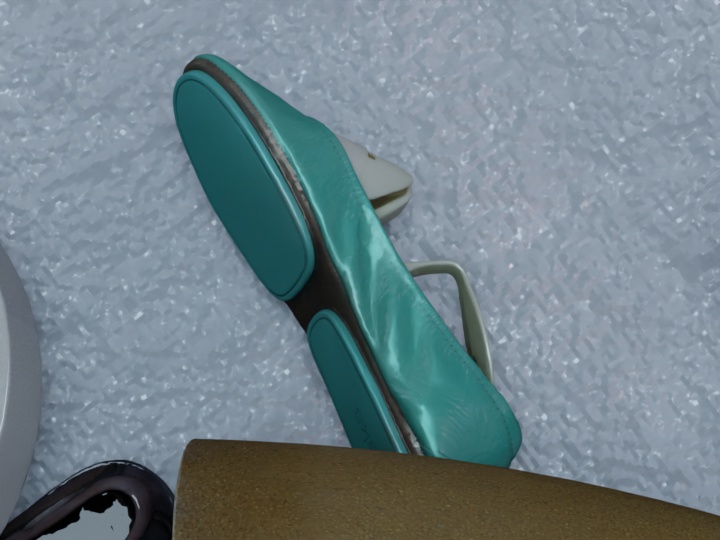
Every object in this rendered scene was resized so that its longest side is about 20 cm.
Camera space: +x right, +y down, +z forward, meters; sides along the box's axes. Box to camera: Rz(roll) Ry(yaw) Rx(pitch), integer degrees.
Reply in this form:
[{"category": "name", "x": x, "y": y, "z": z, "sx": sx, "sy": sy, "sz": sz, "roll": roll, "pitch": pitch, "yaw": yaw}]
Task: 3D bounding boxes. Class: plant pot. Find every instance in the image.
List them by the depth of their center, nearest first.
[{"category": "plant pot", "x": 0.047, "y": 0.145, "z": 0.869, "sx": 0.199, "sy": 0.186, "sz": 0.188, "roll": -4, "pitch": 80, "yaw": 3}]

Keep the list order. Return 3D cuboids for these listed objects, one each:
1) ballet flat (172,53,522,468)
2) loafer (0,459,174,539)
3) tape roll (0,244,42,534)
[{"category": "ballet flat", "x": 0.000, "y": 0.000, "z": 0.970, "sx": 0.070, "sy": 0.067, "sz": 0.201, "roll": -24, "pitch": 80, "yaw": -29}, {"category": "loafer", "x": -0.149, "y": 0.143, "z": 0.937, "sx": 0.200, "sy": 0.063, "sz": 0.072, "roll": -43, "pitch": 83, "yaw": -7}, {"category": "tape roll", "x": -0.217, "y": 0.047, "z": 0.943, "sx": 0.202, "sy": 0.037, "sz": 0.204, "roll": -4, "pitch": 74, "yaw": 14}]
